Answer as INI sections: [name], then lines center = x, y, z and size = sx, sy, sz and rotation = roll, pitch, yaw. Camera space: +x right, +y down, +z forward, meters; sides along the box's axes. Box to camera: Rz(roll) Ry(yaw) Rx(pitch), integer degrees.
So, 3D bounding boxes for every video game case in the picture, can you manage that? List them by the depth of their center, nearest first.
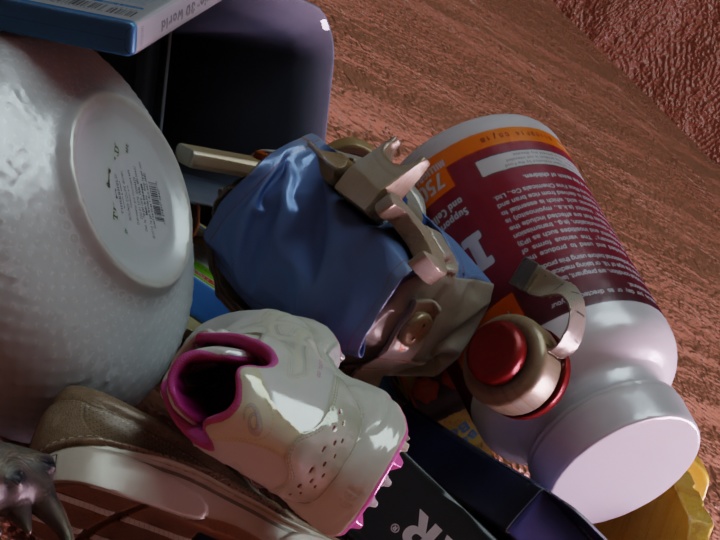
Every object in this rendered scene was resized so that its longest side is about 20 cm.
[video game case]
center = -0.132, -0.151, 1.056
size = 0.142, 0.018, 0.200
rotation = 13, 25, 16

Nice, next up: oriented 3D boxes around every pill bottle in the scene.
[pill bottle]
center = 0.093, 0.025, 1.113
size = 0.113, 0.113, 0.201
rotation = 22, 32, -47

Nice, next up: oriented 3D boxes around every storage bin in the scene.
[storage bin]
center = -0.118, -0.091, 1.209
size = 0.133, 0.147, 0.200
rotation = 6, 0, 25

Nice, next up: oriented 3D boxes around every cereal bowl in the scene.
[cereal bowl]
center = -0.138, -0.027, 1.000
size = 0.200, 0.083, 0.202
rotation = 41, 39, -45

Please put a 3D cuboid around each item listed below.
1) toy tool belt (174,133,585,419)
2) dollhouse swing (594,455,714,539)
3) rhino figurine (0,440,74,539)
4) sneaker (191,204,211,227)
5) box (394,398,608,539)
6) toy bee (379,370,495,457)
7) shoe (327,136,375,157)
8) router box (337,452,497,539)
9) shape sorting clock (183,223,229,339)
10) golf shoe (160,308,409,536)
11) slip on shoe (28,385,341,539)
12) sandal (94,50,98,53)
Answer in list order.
[toy tool belt]
center = 0.000, 0.000, 1.037
size = 0.200, 0.125, 0.123
rotation = 33, 1, 39
[dollhouse swing]
center = 0.220, 0.209, 1.220
size = 0.174, 0.183, 0.200
rotation = 15, 20, -10
[rhino figurine]
center = -0.195, 0.055, 0.849
size = 0.199, 0.060, 0.088
rotation = 38, 35, -11
[sneaker]
center = -0.094, -0.044, 1.364
size = 0.200, 0.076, 0.090
rotation = 41, 23, 31
[box]
center = 0.086, 0.135, 1.067
size = 0.121, 0.032, 0.200
rotation = 47, -10, -24
[toy bee]
center = 0.034, 0.073, 1.203
size = 0.200, 0.131, 0.109
rotation = 44, 1, -21
[shoe]
center = -0.001, 0.011, 1.272
size = 0.053, 0.069, 0.202
rotation = -118, -164, -63
[router box]
center = 0.061, 0.168, 1.049
size = 0.200, 0.051, 0.149
rotation = 43, -9, 6
[shape sorting clock]
center = -0.114, -0.003, 1.234
size = 0.199, 0.039, 0.200
rotation = 31, 10, -6
[golf shoe]
center = -0.051, 0.048, 0.947
size = 0.091, 0.076, 0.200
rotation = 30, -2, -25
[slip on shoe]
center = -0.061, 0.116, 0.966
size = 0.199, 0.076, 0.061
rotation = 26, 41, -23
[sandal]
center = -0.209, -0.151, 1.124
size = 0.199, 0.054, 0.080
rotation = 29, 6, 42
